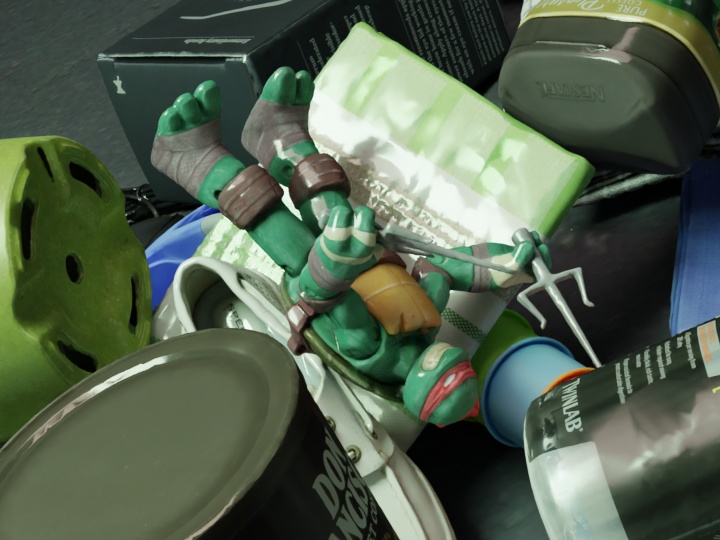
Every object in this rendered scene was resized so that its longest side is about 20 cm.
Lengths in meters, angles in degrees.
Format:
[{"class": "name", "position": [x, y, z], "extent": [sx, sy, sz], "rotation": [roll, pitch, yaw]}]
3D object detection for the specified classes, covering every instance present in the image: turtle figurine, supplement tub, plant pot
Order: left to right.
[{"class": "plant pot", "position": [-0.206, 0.015, 1.058], "extent": [0.189, 0.201, 0.201], "rotation": [-14, 32, 24]}, {"class": "turtle figurine", "position": [0.005, -0.002, 0.967], "extent": [0.101, 0.200, 0.150], "rotation": [-51, -21, 15]}, {"class": "supplement tub", "position": [0.172, 0.067, 0.851], "extent": [0.199, 0.123, 0.123], "rotation": [-24, 28, 13]}]

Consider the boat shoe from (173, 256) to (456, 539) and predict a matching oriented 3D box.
[{"class": "boat shoe", "position": [-0.028, 0.077, 0.991], "extent": [0.071, 0.069, 0.200], "rotation": [-39, 66, 4]}]

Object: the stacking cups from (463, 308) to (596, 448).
[{"class": "stacking cups", "position": [0.085, 0.065, 1.019], "extent": [0.060, 0.061, 0.200], "rotation": [-36, 32, -11]}]

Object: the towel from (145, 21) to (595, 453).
[{"class": "towel", "position": [0.000, 0.000, 1.059], "extent": [0.149, 0.031, 0.200], "rotation": [35, 88, 24]}]

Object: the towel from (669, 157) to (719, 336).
[{"class": "towel", "position": [0.239, -0.031, 1.052], "extent": [0.199, 0.024, 0.145], "rotation": [-17, 32, 25]}]

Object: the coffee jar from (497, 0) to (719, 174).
[{"class": "coffee jar", "position": [0.148, -0.137, 1.082], "extent": [0.104, 0.085, 0.201], "rotation": [8, 55, 39]}]

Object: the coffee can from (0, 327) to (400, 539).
[{"class": "coffee can", "position": [-0.042, 0.144, 0.853], "extent": [0.146, 0.201, 0.147], "rotation": [-23, 29, 14]}]

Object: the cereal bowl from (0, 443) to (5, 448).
[{"class": "cereal bowl", "position": [-0.260, 0.134, 1.210], "extent": [0.199, 0.084, 0.200], "rotation": [-23, 28, 13]}]

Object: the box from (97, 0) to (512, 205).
[{"class": "box", "position": [-0.031, -0.129, 1.359], "extent": [0.200, 0.105, 0.148], "rotation": [-38, 28, -32]}]

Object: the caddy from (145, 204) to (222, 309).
[{"class": "caddy", "position": [-0.041, 0.012, 1.168], "extent": [0.199, 0.105, 0.141], "rotation": [7, 46, 49]}]

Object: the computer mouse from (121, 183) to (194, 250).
[{"class": "computer mouse", "position": [-0.168, -0.004, 1.383], "extent": [0.140, 0.046, 0.200], "rotation": [-13, 33, 28]}]

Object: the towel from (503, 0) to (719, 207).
[{"class": "towel", "position": [0.181, -0.120, 1.193], "extent": [0.199, 0.086, 0.166], "rotation": [-17, 33, 22]}]
